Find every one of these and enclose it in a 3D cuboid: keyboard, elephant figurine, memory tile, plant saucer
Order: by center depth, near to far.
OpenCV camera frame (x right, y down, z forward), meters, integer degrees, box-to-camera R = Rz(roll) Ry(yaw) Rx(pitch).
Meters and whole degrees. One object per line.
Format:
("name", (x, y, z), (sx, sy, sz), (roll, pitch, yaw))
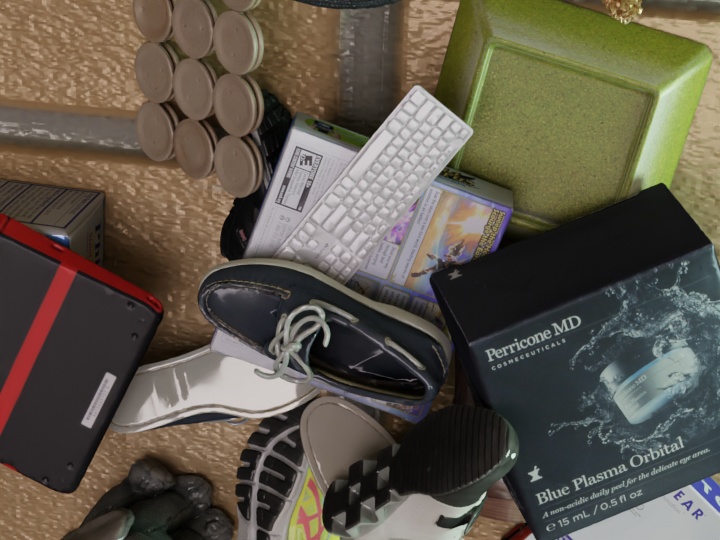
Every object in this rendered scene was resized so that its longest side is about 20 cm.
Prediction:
("keyboard", (0.002, -0.049, 1.492), (0.056, 0.011, 0.200), (36, 110, -11))
("plant saucer", (0.148, -0.103, 1.535), (0.199, 0.048, 0.200), (18, 113, 6))
("memory tile", (-0.126, -0.167, 1.550), (0.153, 0.017, 0.201), (23, 120, 41))
("elephant figurine", (-0.195, 0.252, 1.664), (0.141, 0.200, 0.155), (29, 114, 1))

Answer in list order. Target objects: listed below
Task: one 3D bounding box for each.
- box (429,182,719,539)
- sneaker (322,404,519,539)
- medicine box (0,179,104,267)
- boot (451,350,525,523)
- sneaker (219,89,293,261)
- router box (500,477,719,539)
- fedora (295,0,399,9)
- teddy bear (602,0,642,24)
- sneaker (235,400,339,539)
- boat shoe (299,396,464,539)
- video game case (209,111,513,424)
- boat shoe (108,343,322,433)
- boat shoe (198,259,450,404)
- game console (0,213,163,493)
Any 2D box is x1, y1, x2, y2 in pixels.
("box", (0.182, 0.071, 1.505), (0.196, 0.118, 0.201), (-22, 119, -2))
("sneaker", (0.065, 0.161, 1.487), (0.088, 0.074, 0.200), (28, 144, -27))
("medicine box", (-0.322, 0.022, 1.660), (0.199, 0.103, 0.183), (8, 112, 10))
("boot", (0.073, 0.094, 1.622), (0.186, 0.064, 0.201), (9, 109, 9))
("sneaker", (-0.084, -0.045, 1.599), (0.087, 0.076, 0.201), (-9, 107, 23))
("router box", (0.241, 0.250, 1.646), (0.200, 0.049, 0.179), (43, 113, -5))
("fedora", (-0.017, -0.279, 1.471), (0.200, 0.092, 0.202), (0, 89, -6))
("teddy bear", (0.220, -0.257, 1.460), (0.199, 0.067, 0.145), (-4, 119, 8))
("sneaker", (-0.055, 0.207, 1.693), (0.078, 0.090, 0.201), (22, 103, 50))
("boat shoe", (0.014, 0.183, 1.591), (0.073, 0.063, 0.200), (-42, 101, -12))
("video game case", (0.000, 0.000, 1.542), (0.181, 0.045, 0.201), (20, 112, -4))
("boat shoe", (-0.120, 0.096, 1.662), (0.199, 0.062, 0.075), (-17, 90, 9))
("boat shoe", (-0.032, 0.051, 1.486), (0.199, 0.062, 0.075), (23, 120, 2))
("game console", (-0.272, 0.067, 1.598), (0.176, 0.031, 0.200), (27, 114, -5))
